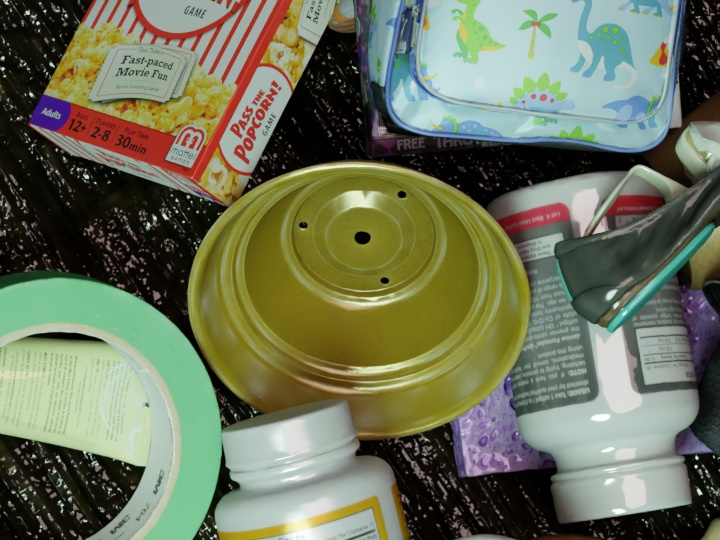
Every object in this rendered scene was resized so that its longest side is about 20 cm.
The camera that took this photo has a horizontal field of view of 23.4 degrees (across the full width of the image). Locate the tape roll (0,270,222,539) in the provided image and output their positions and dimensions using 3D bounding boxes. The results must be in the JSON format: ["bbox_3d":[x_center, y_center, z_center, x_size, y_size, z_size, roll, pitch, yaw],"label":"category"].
[{"bbox_3d":[-0.181,0.102,1.010,0.200,0.048,0.201,-2,95,-23],"label":"tape roll"}]

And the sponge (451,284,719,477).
[{"bbox_3d":[0.153,0.069,1.126,0.200,0.030,0.112,-5,82,-12],"label":"sponge"}]

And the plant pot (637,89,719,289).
[{"bbox_3d":[0.288,-0.063,1.114,0.200,0.186,0.187,-21,85,0],"label":"plant pot"}]

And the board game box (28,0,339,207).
[{"bbox_3d":[-0.095,-0.150,1.048,0.046,0.151,0.200,37,75,-50],"label":"board game box"}]

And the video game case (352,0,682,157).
[{"bbox_3d":[0.095,-0.169,1.081,0.200,0.036,0.182,-5,97,-4],"label":"video game case"}]

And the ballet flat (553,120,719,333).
[{"bbox_3d":[0.192,-0.045,0.996,0.200,0.068,0.068,-34,76,-19],"label":"ballet flat"}]

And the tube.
[{"bbox_3d":[-0.219,0.068,1.042,0.200,0.058,0.052,8,40,-14],"label":"tube"}]

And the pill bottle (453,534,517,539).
[{"bbox_3d":[0.105,0.220,0.999,0.112,0.200,0.112,-9,69,26],"label":"pill bottle"}]

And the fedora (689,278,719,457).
[{"bbox_3d":[0.259,0.092,1.042,0.201,0.201,0.092,41,88,-3],"label":"fedora"}]

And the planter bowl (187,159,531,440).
[{"bbox_3d":[0.000,0.000,1.046,0.200,0.201,0.084,15,34,-9],"label":"planter bowl"}]

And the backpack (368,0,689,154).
[{"bbox_3d":[0.103,-0.171,0.989,0.183,0.147,0.200,5,94,-7],"label":"backpack"}]

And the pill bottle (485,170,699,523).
[{"bbox_3d":[0.143,0.048,1.054,0.111,0.111,0.200,-6,81,-13],"label":"pill bottle"}]

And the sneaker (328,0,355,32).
[{"bbox_3d":[0.056,-0.234,1.132,0.200,0.078,0.112,-16,85,-14],"label":"sneaker"}]

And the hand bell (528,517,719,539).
[{"bbox_3d":[0.190,0.183,1.099,0.200,0.104,0.104,2,80,2],"label":"hand bell"}]

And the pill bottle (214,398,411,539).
[{"bbox_3d":[-0.020,0.181,1.018,0.109,0.109,0.200,-14,91,-14],"label":"pill bottle"}]
